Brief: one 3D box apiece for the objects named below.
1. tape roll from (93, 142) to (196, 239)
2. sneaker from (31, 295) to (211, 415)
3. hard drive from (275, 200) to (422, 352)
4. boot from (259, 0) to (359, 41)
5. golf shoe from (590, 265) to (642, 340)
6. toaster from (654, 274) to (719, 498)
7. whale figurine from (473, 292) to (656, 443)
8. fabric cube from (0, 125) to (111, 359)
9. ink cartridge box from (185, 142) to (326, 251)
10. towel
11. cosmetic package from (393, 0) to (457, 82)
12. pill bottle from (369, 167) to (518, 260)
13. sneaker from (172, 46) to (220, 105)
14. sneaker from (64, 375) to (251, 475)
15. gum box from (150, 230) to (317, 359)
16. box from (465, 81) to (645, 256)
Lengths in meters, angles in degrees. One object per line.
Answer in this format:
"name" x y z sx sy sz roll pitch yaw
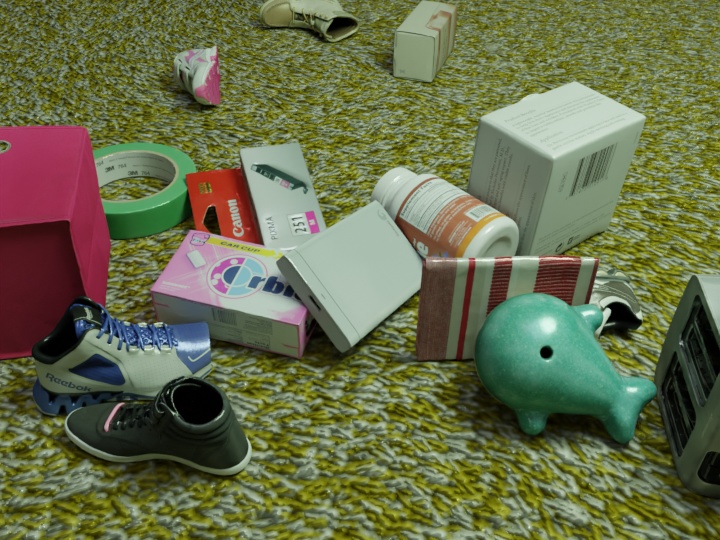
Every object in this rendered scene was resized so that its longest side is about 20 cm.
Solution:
"tape roll" -0.348 -0.125 1.079 0.200 0.048 0.201 2 39 -2
"sneaker" -0.263 0.084 0.774 0.199 0.115 0.081 -13 43 -18
"hard drive" 0.000 0.000 0.888 0.132 0.027 0.200 53 41 1
"boot" -0.117 -0.577 1.628 0.200 0.072 0.155 -15 45 -22
"golf shoe" 0.258 0.044 0.886 0.199 0.078 0.095 -6 40 -9
"toaster" 0.396 0.111 0.729 0.118 0.181 0.200 5 40 5
"whale figurine" 0.220 0.107 0.759 0.200 0.104 0.159 32 85 6
"fabric cube" -0.416 -0.035 0.843 0.196 0.200 0.200 -5 41 -11
"ink cartridge box" -0.150 -0.090 1.012 0.173 0.044 0.200 -9 57 -16
"towel" 0.166 0.043 0.827 0.199 0.144 0.023 -1 35 -4
"cosmetic package" 0.140 -0.491 1.512 0.087 0.104 0.200 14 42 14
"pill bottle" 0.109 -0.063 0.980 0.112 0.112 0.200 -27 47 -32
"sneaker" -0.316 -0.371 1.363 0.088 0.082 0.200 -5 32 -7
"sneaker" -0.210 0.144 0.717 0.199 0.099 0.071 8 41 8
"gum box" -0.140 0.028 0.879 0.199 0.066 0.114 13 46 10
"box" 0.265 -0.132 1.004 0.199 0.200 0.131 -25 49 -29
